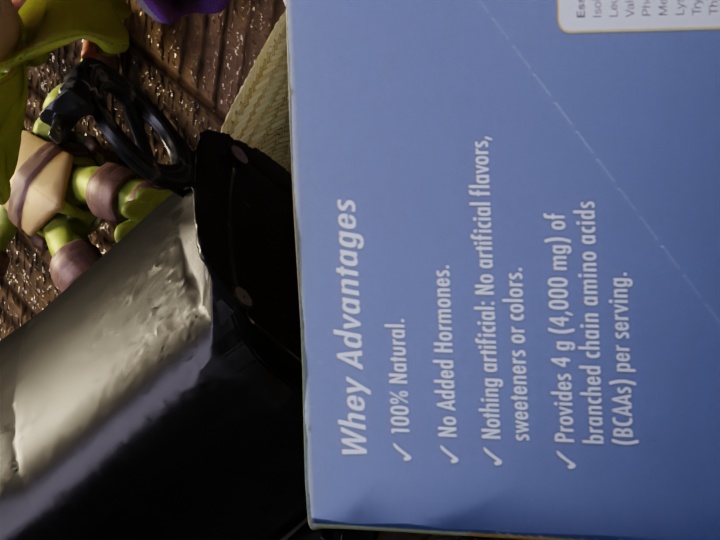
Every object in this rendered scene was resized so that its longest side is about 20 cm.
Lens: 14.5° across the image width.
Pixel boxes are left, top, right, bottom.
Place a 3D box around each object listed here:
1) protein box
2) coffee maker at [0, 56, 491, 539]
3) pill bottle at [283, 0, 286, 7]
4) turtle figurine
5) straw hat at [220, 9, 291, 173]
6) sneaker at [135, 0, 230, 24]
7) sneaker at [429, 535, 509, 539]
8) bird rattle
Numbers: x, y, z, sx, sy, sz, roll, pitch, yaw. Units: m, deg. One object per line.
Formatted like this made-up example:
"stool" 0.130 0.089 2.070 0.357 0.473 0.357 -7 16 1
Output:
"protein box" 0.100 -0.040 0.692 0.199 0.135 0.199 1 98 27
"coffee maker" -0.087 0.056 0.901 0.200 0.135 0.192 -37 97 20
"pill bottle" 0.050 -0.034 0.891 0.200 0.113 0.113 66 146 30
"turtle figurine" -0.142 -0.025 1.279 0.200 0.064 0.161 -55 46 5
"straw hat" 0.000 0.000 1.013 0.085 0.201 0.202 19 121 11
"sneaker" -0.054 -0.157 1.102 0.200 0.080 0.089 -41 65 63
"sneaker" 0.010 0.113 0.993 0.200 0.115 0.075 14 109 59
"bird rattle" -0.192 -0.122 1.182 0.163 0.200 0.113 22 76 31
